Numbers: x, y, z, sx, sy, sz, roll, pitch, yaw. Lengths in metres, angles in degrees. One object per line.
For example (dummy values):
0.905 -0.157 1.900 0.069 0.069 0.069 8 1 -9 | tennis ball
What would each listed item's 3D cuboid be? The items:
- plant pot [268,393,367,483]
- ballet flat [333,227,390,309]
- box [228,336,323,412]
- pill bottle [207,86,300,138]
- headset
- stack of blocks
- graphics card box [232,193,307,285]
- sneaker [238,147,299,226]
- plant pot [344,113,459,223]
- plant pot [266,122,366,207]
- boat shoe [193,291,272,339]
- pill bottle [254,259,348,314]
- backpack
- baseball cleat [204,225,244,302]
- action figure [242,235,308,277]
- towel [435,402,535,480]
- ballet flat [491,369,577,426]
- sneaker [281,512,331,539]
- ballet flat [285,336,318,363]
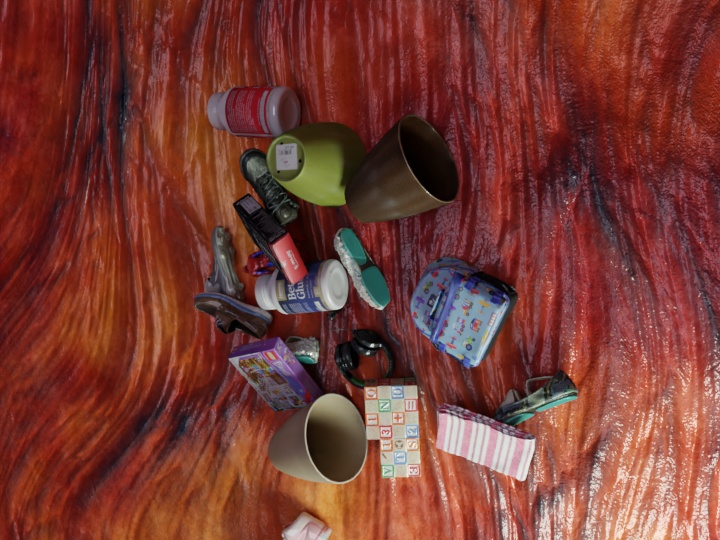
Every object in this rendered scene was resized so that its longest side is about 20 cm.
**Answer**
-0.118 0.397 1.294 0.199 0.186 0.190 -26 84 39 | plant pot
0.000 0.000 1.256 0.071 0.072 0.202 -31 80 24 | ballet flat
-0.193 0.245 1.314 0.135 0.039 0.201 -14 124 28 | box
-0.245 -0.361 1.296 0.197 0.112 0.114 8 99 23 | pill bottle
-0.007 0.171 1.278 0.123 0.094 0.201 -38 95 18 | headset
0.070 0.340 1.232 0.113 0.059 0.204 -3 96 4 | stack of blocks
-0.198 -0.071 1.239 0.051 0.126 0.200 -36 46 -14 | graphics card box
-0.192 -0.174 1.243 0.076 0.201 0.114 -35 47 -12 | sneaker
0.067 -0.181 1.152 0.199 0.186 0.189 -27 84 38 | plant pot
-0.108 -0.230 1.198 0.184 0.199 0.191 3 97 24 | plant pot
-0.315 0.110 1.362 0.197 0.073 0.073 14 145 5 | boat shoe
-0.137 0.040 1.288 0.197 0.111 0.113 -8 92 25 | pill bottle
0.187 0.073 1.132 0.199 0.134 0.185 32 106 21 | backpack
-0.353 -0.004 1.406 0.105 0.070 0.203 -15 88 25 | baseball cleat
-0.208 -0.026 1.349 0.198 0.051 0.067 -17 83 30 | action figure
0.247 0.352 1.152 0.197 0.030 0.148 16 134 23 | towel
0.333 0.257 1.128 0.199 0.074 0.075 -32 82 25 | ballet flat
-0.158 0.681 1.383 0.104 0.075 0.202 31 100 14 | sneaker
-0.183 0.192 1.351 0.197 0.072 0.073 -6 93 23 | ballet flat
